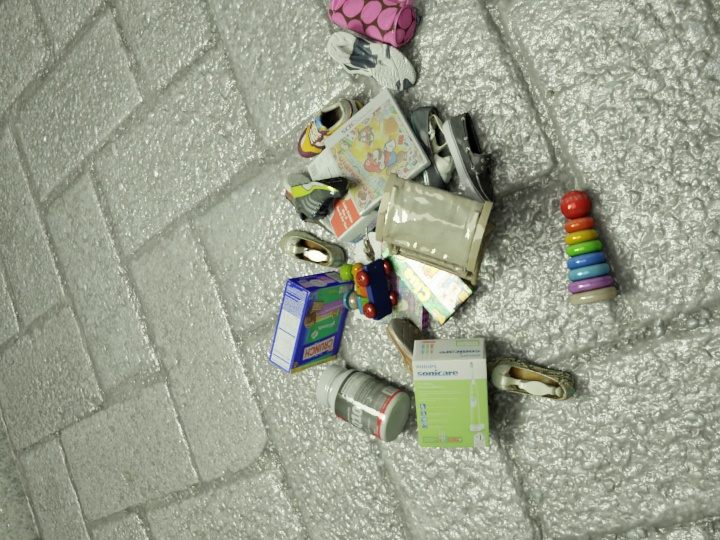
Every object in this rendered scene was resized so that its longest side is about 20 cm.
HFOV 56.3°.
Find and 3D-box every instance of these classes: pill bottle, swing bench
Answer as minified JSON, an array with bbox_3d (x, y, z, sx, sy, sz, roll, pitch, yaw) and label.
[{"bbox_3d":[0.003,0.294,1.516,0.197,0.113,0.117,20,107,30],"label":"pill bottle"},{"bbox_3d":[0.143,-0.076,1.275,0.195,0.200,0.133,19,87,16],"label":"swing bench"}]

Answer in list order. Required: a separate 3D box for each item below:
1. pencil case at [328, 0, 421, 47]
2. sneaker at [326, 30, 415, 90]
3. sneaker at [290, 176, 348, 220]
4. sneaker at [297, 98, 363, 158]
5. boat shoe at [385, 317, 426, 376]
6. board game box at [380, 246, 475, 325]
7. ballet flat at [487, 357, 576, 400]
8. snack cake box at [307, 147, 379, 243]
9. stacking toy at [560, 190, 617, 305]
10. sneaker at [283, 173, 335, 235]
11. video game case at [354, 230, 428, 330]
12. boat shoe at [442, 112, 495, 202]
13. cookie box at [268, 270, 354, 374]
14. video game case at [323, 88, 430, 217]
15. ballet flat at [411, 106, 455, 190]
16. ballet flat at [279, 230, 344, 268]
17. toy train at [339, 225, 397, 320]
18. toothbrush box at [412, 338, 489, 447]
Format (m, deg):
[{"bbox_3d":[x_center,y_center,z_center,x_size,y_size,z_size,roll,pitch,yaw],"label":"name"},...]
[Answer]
[{"bbox_3d":[0.025,-0.536,1.400,0.198,0.090,0.096,29,125,29],"label":"pencil case"},{"bbox_3d":[0.021,-0.445,1.426,0.194,0.130,0.081,15,108,-8],"label":"sneaker"},{"bbox_3d":[-0.081,-0.151,1.428,0.199,0.072,0.083,1,102,61],"label":"sneaker"},{"bbox_3d":[-0.086,-0.320,1.503,0.198,0.089,0.076,-34,78,32],"label":"sneaker"},{"bbox_3d":[0.118,0.192,1.431,0.201,0.076,0.072,51,131,1],"label":"boat shoe"},{"bbox_3d":[0.138,0.005,1.400,0.201,0.023,0.105,49,119,16],"label":"board game box"},{"bbox_3d":[0.318,0.214,1.313,0.196,0.075,0.070,8,102,33],"label":"ballet flat"},{"bbox_3d":[-0.029,-0.177,1.477,0.114,0.066,0.203,-37,64,31],"label":"snack cake box"},{"bbox_3d":[0.402,-0.044,1.220,0.084,0.085,0.205,-14,85,34],"label":"stacking toy"},{"bbox_3d":[-0.103,-0.142,1.568,0.200,0.076,0.083,45,145,21],"label":"sneaker"},{"bbox_3d":[0.068,0.017,1.479,0.178,0.036,0.206,7,100,33],"label":"video game case"},{"bbox_3d":[0.228,-0.217,1.323,0.066,0.069,0.204,-29,73,35],"label":"boat shoe"},{"bbox_3d":[-0.110,0.116,1.535,0.074,0.170,0.204,26,111,31],"label":"cookie box"},{"bbox_3d":[0.030,-0.245,1.391,0.181,0.023,0.203,-36,65,20],"label":"video game case"},{"bbox_3d":[0.154,-0.238,1.366,0.072,0.072,0.205,-14,86,34],"label":"ballet flat"},{"bbox_3d":[-0.127,-0.051,1.586,0.196,0.062,0.069,13,104,32],"label":"ballet flat"},{"bbox_3d":[0.000,0.000,1.439,0.114,0.084,0.205,5,113,47],"label":"toy train"},{"bbox_3d":[0.183,0.246,1.346,0.142,0.086,0.205,-3,114,10],"label":"toothbrush box"}]
